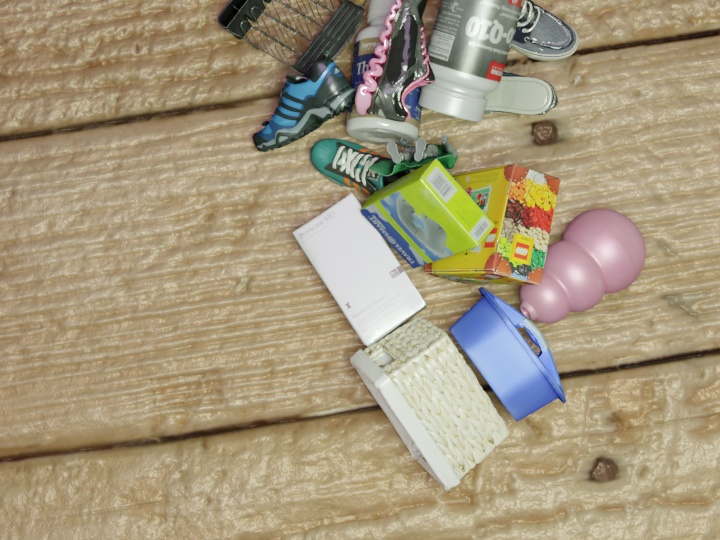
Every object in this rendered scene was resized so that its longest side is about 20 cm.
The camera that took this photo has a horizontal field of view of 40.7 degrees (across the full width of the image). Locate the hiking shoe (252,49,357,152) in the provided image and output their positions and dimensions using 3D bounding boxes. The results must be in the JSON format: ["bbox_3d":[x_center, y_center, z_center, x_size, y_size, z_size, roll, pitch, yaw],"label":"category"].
[{"bbox_3d":[-0.091,-0.244,1.429,0.200,0.074,0.087,-25,97,35],"label":"hiking shoe"}]

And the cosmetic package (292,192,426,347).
[{"bbox_3d":[0.000,0.000,1.431,0.113,0.081,0.200,-35,85,0],"label":"cosmetic package"}]

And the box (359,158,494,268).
[{"bbox_3d":[0.083,-0.071,1.340,0.122,0.200,0.048,47,64,-11],"label":"box"}]

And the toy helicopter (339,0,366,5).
[{"bbox_3d":[-0.039,-0.500,1.500,0.132,0.079,0.201,-29,94,-10],"label":"toy helicopter"}]

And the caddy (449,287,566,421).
[{"bbox_3d":[0.213,0.117,1.381,0.105,0.141,0.200,-36,84,3],"label":"caddy"}]

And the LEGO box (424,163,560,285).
[{"bbox_3d":[0.180,-0.060,1.364,0.077,0.200,0.150,14,85,-23],"label":"LEGO box"}]

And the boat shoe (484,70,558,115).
[{"bbox_3d":[0.197,-0.272,1.456,0.199,0.062,0.075,10,96,23],"label":"boat shoe"}]

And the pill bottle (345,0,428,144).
[{"bbox_3d":[0.042,-0.296,1.444,0.110,0.111,0.201,6,85,3],"label":"pill bottle"}]

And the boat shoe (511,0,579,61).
[{"bbox_3d":[0.236,-0.379,1.454,0.199,0.093,0.075,21,85,5],"label":"boat shoe"}]

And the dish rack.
[{"bbox_3d":[-0.099,-0.381,1.460,0.200,0.055,0.154,36,88,28],"label":"dish rack"}]

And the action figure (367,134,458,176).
[{"bbox_3d":[0.095,-0.166,1.390,0.118,0.200,0.055,-3,95,19],"label":"action figure"}]

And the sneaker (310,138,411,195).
[{"bbox_3d":[0.016,-0.148,1.445,0.199,0.080,0.072,24,86,5],"label":"sneaker"}]

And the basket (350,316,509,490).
[{"bbox_3d":[0.098,0.179,1.356,0.123,0.136,0.200,-35,109,-8],"label":"basket"}]

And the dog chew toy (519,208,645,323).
[{"bbox_3d":[0.309,0.001,1.386,0.200,0.125,0.125,-36,84,-13],"label":"dog chew toy"}]

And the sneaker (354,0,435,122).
[{"bbox_3d":[0.067,-0.298,1.350,0.095,0.079,0.201,22,96,8],"label":"sneaker"}]

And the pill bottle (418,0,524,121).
[{"bbox_3d":[0.155,-0.320,1.375,0.113,0.114,0.201,16,105,4],"label":"pill bottle"}]
